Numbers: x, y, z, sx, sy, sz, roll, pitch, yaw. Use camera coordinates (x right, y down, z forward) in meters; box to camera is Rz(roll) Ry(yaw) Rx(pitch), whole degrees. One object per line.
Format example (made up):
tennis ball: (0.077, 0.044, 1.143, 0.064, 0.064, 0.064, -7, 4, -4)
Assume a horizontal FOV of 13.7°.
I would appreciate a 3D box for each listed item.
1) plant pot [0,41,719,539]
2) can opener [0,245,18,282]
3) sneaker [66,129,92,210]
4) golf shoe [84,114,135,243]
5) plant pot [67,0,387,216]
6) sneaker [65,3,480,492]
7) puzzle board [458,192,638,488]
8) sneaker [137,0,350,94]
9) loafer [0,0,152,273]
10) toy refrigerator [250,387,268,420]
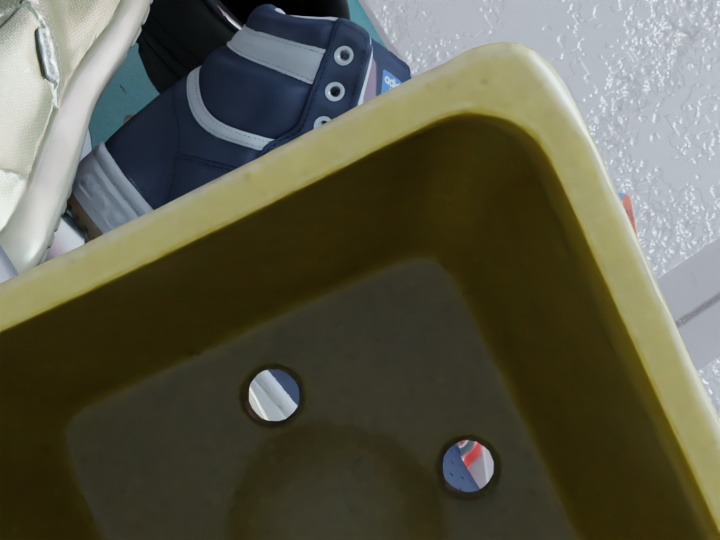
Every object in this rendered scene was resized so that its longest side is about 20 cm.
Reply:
plant pot: (-0.012, 0.075, 0.632, 0.200, 0.195, 0.195, -71, 135, -84)
can opener: (-0.175, -0.053, 0.846, 0.201, 0.053, 0.067, 57, 39, -2)
sneaker: (-0.161, -0.103, 1.032, 0.201, 0.074, 0.088, 57, 12, 0)
golf shoe: (-0.070, 0.003, 1.080, 0.078, 0.098, 0.200, 19, 5, -2)
plant pot: (-0.099, -0.111, 1.251, 0.200, 0.141, 0.142, 40, 17, -51)
sneaker: (0.000, 0.000, 0.904, 0.200, 0.108, 0.070, 47, 3, 30)
puzzle board: (0.023, 0.074, 0.922, 0.017, 0.150, 0.201, 67, 15, -63)
sneaker: (-0.085, -0.128, 1.090, 0.199, 0.076, 0.091, 31, -27, -6)
loafer: (-0.119, -0.068, 0.953, 0.068, 0.076, 0.201, 40, 37, -27)
toy refrigerator: (-0.021, 0.133, 0.836, 0.201, 0.070, 0.076, 60, -14, 5)
